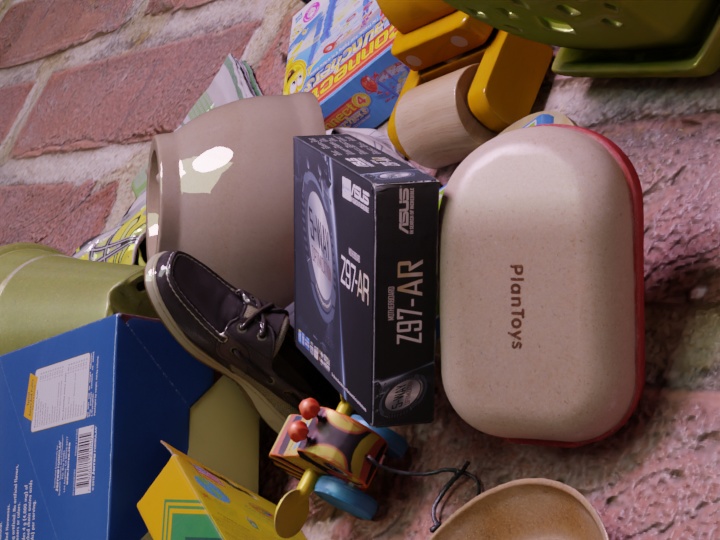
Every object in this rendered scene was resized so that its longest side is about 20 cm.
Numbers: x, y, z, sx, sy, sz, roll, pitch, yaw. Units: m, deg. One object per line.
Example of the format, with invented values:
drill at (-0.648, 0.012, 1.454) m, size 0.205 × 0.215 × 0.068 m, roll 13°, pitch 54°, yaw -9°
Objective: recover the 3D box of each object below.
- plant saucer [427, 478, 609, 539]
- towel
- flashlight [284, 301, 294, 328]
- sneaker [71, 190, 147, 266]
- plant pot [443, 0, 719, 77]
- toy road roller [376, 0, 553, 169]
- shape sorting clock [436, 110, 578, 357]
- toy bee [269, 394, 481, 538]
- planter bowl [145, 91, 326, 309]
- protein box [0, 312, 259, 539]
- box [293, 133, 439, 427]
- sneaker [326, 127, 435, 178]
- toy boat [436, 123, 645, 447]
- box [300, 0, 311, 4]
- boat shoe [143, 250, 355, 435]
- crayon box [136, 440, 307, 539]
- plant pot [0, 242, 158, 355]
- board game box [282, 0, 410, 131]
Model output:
plant saucer at (0.083, 0.220, 0.926) m, size 0.200 × 0.035 × 0.200 m, roll -38°, pitch 33°, yaw 30°
towel at (-0.184, -0.138, 1.745) m, size 0.200 × 0.031 × 0.149 m, roll -49°, pitch 28°, yaw 13°
flashlight at (-0.041, 0.051, 1.265) m, size 0.068 × 0.068 × 0.200 m, roll -32°, pitch -6°, yaw -46°
sneaker at (-0.251, -0.006, 1.660) m, size 0.200 × 0.075 × 0.076 m, roll -48°, pitch 28°, yaw 17°
plant pot at (0.184, -0.246, 1.117) m, size 0.199 × 0.181 × 0.200 m, roll -60°, pitch 27°, yaw -10°
toy road roller at (0.070, -0.198, 1.281) m, size 0.123 × 0.146 × 0.200 m, roll -16°, pitch 47°, yaw 51°
shape sorting clock at (0.101, -0.026, 1.159) m, size 0.200 × 0.039 × 0.200 m, roll -42°, pitch 31°, yaw 32°
toy bee at (-0.014, 0.119, 1.113) m, size 0.200 × 0.109 × 0.131 m, roll -25°, pitch 38°, yaw 44°
planter bowl at (-0.111, -0.052, 1.328) m, size 0.200 × 0.135 × 0.200 m, roll 180°, pitch 90°, yaw -76°
protein box at (-0.191, 0.155, 1.258) m, size 0.200 × 0.135 × 0.199 m, roll -18°, pitch 66°, yaw 49°
box at (0.000, 0.000, 1.070) m, size 0.200 × 0.044 × 0.160 m, roll -140°, pitch 49°, yaw -68°
sneaker at (-0.003, -0.095, 1.349) m, size 0.075 × 0.087 × 0.200 m, roll -56°, pitch 27°, yaw 1°
toy boat at (0.127, 0.007, 1.004) m, size 0.130 × 0.131 × 0.200 m, roll 2°, pitch 96°, yaw 29°
box at (-0.006, -0.405, 1.692) m, size 0.200 × 0.086 × 0.164 m, roll -29°, pitch 38°, yaw 40°
boat shoe at (-0.078, 0.051, 1.195) m, size 0.066 × 0.201 × 0.072 m, roll -26°, pitch 28°, yaw 32°
crayon box at (-0.081, 0.203, 1.107) m, size 0.051 × 0.127 × 0.200 m, roll -54°, pitch 26°, yaw 3°
plant pot at (-0.257, 0.065, 1.499) m, size 0.190 × 0.200 × 0.200 m, roll -5°, pitch 54°, yaw 41°
board game box at (0.012, -0.223, 1.498) m, size 0.200 × 0.056 × 0.196 m, roll -36°, pitch 33°, yaw 33°
